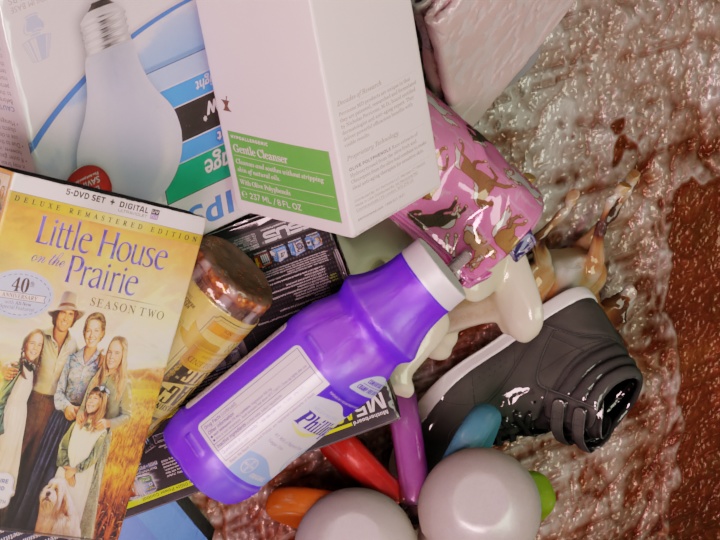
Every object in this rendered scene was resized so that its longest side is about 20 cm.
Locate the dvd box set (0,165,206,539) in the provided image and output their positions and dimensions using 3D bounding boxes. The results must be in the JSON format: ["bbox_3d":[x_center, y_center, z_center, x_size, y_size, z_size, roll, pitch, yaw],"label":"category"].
[{"bbox_3d":[-0.173,0.050,1.527,0.146,0.029,0.201,14,93,-44],"label":"dvd box set"}]

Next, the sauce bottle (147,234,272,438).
[{"bbox_3d":[-0.138,0.066,1.648,0.066,0.066,0.200,24,117,-43],"label":"sauce bottle"}]

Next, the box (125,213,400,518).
[{"bbox_3d":[-0.094,0.051,1.704,0.199,0.044,0.161,-20,108,2],"label":"box"}]

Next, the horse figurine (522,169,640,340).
[{"bbox_3d":[0.144,-0.008,1.979,0.200,0.050,0.133,-6,124,-49],"label":"horse figurine"}]

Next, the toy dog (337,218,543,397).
[{"bbox_3d":[0.000,0.000,1.803,0.199,0.139,0.195,-16,99,-38],"label":"toy dog"}]

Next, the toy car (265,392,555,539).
[{"bbox_3d":[0.031,0.157,1.865,0.199,0.175,0.151,-18,74,-2],"label":"toy car"}]

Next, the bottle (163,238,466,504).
[{"bbox_3d":[-0.026,0.060,1.645,0.200,0.065,0.084,-39,162,7],"label":"bottle"}]

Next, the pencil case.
[{"bbox_3d":[0.025,-0.076,1.727,0.200,0.087,0.083,41,107,-17],"label":"pencil case"}]

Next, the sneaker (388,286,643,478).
[{"bbox_3d":[0.117,0.105,1.937,0.200,0.099,0.071,-38,147,-7],"label":"sneaker"}]

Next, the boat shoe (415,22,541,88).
[{"bbox_3d":[0.042,-0.135,1.839,0.200,0.066,0.072,-39,131,-35],"label":"boat shoe"}]

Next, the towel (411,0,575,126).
[{"bbox_3d":[0.107,-0.197,1.746,0.200,0.032,0.191,-50,161,-11],"label":"towel"}]

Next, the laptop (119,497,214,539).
[{"bbox_3d":[-0.166,0.209,1.734,0.103,0.200,0.177,-28,128,11],"label":"laptop"}]

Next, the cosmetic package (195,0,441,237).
[{"bbox_3d":[-0.029,-0.133,1.584,0.085,0.107,0.201,-31,120,-36],"label":"cosmetic package"}]

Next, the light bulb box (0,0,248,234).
[{"bbox_3d":[-0.158,-0.114,1.630,0.198,0.125,0.201,-28,119,-33],"label":"light bulb box"}]

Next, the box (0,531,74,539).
[{"bbox_3d":[-0.249,0.074,1.588,0.107,0.148,0.201,-19,115,-37],"label":"box"}]
